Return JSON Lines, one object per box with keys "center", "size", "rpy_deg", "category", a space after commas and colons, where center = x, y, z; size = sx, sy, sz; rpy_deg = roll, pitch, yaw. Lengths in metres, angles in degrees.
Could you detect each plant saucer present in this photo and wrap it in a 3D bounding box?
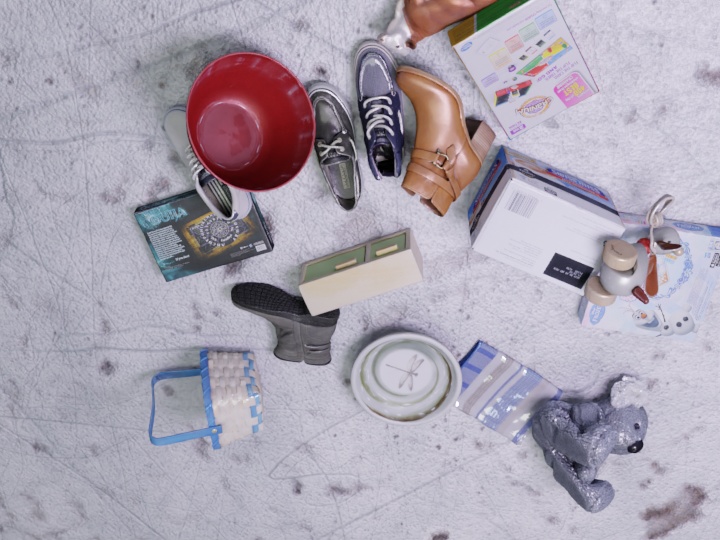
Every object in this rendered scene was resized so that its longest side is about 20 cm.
{"center": [0.081, 0.184, 1.605], "size": [0.197, 0.050, 0.203], "rpy_deg": [1, 120, 2], "category": "plant saucer"}

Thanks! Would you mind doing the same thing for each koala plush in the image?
{"center": [0.425, 0.281, 1.592], "size": [0.198, 0.184, 0.179], "rpy_deg": [-24, 127, -20], "category": "koala plush"}

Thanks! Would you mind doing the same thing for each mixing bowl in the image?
{"center": [-0.177, -0.208, 1.335], "size": [0.197, 0.108, 0.204], "rpy_deg": [2, 85, -28], "category": "mixing bowl"}

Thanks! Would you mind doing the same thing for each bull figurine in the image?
{"center": [0.107, -0.384, 1.267], "size": [0.197, 0.065, 0.123], "rpy_deg": [-18, 119, 13], "category": "bull figurine"}

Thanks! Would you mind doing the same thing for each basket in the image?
{"center": [-0.269, 0.229, 1.579], "size": [0.197, 0.177, 0.141], "rpy_deg": [-4, 124, -8], "category": "basket"}

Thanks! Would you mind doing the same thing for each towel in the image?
{"center": [0.252, 0.225, 1.635], "size": [0.199, 0.024, 0.147], "rpy_deg": [32, 116, -14], "category": "towel"}

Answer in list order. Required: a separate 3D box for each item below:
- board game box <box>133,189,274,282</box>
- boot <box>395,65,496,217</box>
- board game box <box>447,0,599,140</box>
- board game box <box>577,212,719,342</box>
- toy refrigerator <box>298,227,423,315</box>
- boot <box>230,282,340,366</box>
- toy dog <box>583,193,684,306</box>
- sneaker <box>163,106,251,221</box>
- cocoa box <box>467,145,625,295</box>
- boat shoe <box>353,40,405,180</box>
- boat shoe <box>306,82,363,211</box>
{"center": [-0.257, -0.068, 1.490], "size": [0.197, 0.028, 0.137], "rpy_deg": [-15, 116, 11], "category": "board game box"}
{"center": [0.096, -0.191, 1.342], "size": [0.199, 0.076, 0.156], "rpy_deg": [38, 82, -30], "category": "boot"}
{"center": [0.235, -0.297, 1.290], "size": [0.152, 0.041, 0.200], "rpy_deg": [-27, 134, 17], "category": "board game box"}
{"center": [0.480, 0.012, 1.487], "size": [0.196, 0.044, 0.202], "rpy_deg": [8, 120, -2], "category": "board game box"}
{"center": [0.000, 0.000, 1.490], "size": [0.197, 0.076, 0.071], "rpy_deg": [-17, 118, 13], "category": "toy refrigerator"}
{"center": [-0.137, 0.103, 1.566], "size": [0.197, 0.068, 0.132], "rpy_deg": [14, 126, -3], "category": "boot"}
{"center": [0.426, -0.006, 1.339], "size": [0.199, 0.096, 0.133], "rpy_deg": [-37, 148, -17], "category": "toy dog"}
{"center": [-0.237, -0.165, 1.393], "size": [0.073, 0.071, 0.201], "rpy_deg": [-35, 97, 15], "category": "sneaker"}
{"center": [0.281, -0.078, 1.395], "size": [0.198, 0.132, 0.134], "rpy_deg": [21, 119, -9], "category": "cocoa box"}
{"center": [0.032, -0.232, 1.343], "size": [0.073, 0.093, 0.202], "rpy_deg": [-10, 119, 9], "category": "boat shoe"}
{"center": [-0.036, -0.188, 1.389], "size": [0.070, 0.064, 0.202], "rpy_deg": [-13, 118, 11], "category": "boat shoe"}
